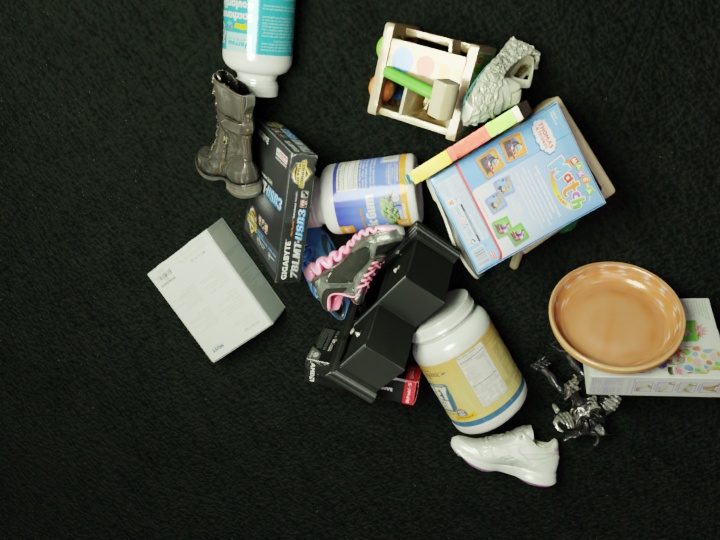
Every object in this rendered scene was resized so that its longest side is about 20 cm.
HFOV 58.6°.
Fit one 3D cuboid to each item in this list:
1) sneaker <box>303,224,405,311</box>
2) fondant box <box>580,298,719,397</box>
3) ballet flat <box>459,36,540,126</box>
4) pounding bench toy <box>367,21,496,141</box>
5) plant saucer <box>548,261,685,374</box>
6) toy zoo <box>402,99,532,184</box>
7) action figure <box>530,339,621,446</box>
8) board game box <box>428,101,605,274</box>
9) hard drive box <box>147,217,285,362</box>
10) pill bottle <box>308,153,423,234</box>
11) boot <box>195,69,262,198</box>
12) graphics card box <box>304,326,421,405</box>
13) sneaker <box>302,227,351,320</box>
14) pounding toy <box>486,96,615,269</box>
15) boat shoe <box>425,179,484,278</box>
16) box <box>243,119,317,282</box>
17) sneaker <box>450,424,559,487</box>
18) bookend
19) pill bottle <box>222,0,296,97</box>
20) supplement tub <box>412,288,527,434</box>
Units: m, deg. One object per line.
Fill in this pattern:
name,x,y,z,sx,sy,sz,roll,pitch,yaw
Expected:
sneaker,0.000,0.000,1.006,0.198,0.078,0.098,-32,70,33
fondant box,0.447,0.117,0.996,0.194,0.147,0.059,-2,139,13
ballet flat,0.202,-0.264,0.889,0.070,0.201,0.073,22,142,18
pounding bench toy,0.083,-0.267,0.897,0.153,0.200,0.127,21,113,16
plant saucer,0.389,0.074,0.983,0.194,0.204,0.038,-1,141,12
toy zoo,0.144,-0.173,0.899,0.197,0.131,0.021,-30,95,25
action figure,0.369,0.222,1.079,0.118,0.102,0.202,-34,98,9
board game box,0.214,-0.112,0.889,0.197,0.037,0.154,-29,97,12
hard drive box,-0.258,0.038,1.158,0.154,0.077,0.202,-30,101,20
pill bottle,-0.002,-0.118,1.027,0.194,0.112,0.115,-6,109,14
boot,-0.208,-0.223,1.004,0.199,0.068,0.178,32,133,43
graphics card box,0.010,0.163,1.120,0.194,0.126,0.052,11,113,7
sneaker,-0.071,-0.006,1.103,0.065,0.079,0.202,-29,100,22
pounding toy,0.262,-0.120,0.974,0.182,0.142,0.202,-34,96,13
boat shoe,0.166,-0.084,1.029,0.056,0.067,0.204,-23,100,23
box,-0.131,-0.115,1.018,0.048,0.200,0.203,-1,116,-25
sneaker,0.263,0.319,1.163,0.194,0.075,0.103,13,94,7
bookend,0.051,0.067,0.997,0.091,0.203,0.199,30,139,-13
pill bottle,-0.153,-0.372,0.969,0.108,0.111,0.205,9,111,8
supplement tub,0.174,0.150,1.069,0.143,0.145,0.203,-28,102,20
